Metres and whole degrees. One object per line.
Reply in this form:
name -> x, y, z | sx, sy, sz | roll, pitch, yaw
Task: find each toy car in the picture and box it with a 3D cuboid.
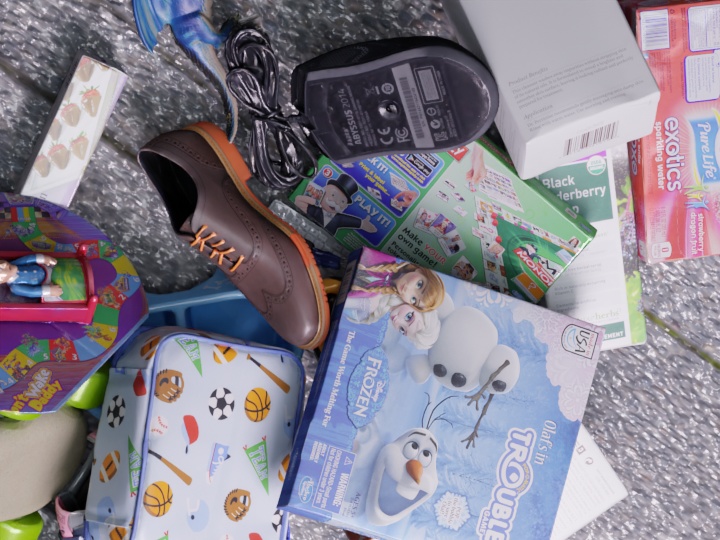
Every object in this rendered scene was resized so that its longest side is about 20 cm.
toy car -> -0.314, 0.099, 1.640 | 0.200, 0.158, 0.165 | 33, 106, 20

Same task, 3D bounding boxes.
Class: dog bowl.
dog bowl -> -0.136, 0.061, 1.705 | 0.199, 0.050, 0.112 | -10, 105, -8

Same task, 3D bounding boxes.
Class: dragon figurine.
dragon figurine -> -0.141, -0.194, 1.641 | 0.099, 0.059, 0.201 | -6, 104, -10

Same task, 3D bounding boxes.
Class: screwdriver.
screwdriver -> 0.000, 0.000, 1.685 | 0.199, 0.028, 0.029 | 15, 96, 13

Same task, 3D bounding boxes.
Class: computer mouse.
computer mouse -> 0.007, -0.133, 1.624 | 0.199, 0.053, 0.139 | -3, 122, 16

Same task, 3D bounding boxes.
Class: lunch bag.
lunch bag -> -0.117, 0.145, 1.627 | 0.160, 0.075, 0.201 | 13, 84, -39

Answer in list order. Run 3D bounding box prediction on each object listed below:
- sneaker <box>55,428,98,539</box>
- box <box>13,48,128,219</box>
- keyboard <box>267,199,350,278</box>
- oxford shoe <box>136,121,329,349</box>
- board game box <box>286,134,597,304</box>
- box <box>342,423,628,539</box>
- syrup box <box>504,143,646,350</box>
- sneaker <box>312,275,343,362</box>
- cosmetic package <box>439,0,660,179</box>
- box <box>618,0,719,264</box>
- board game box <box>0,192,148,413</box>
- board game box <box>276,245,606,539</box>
sneaker -> -0.208, 0.203, 1.675 | 0.082, 0.070, 0.200 | 13, 103, -44
box -> -0.234, -0.068, 1.663 | 0.039, 0.041, 0.200 | 23, 97, -15
keyboard -> -0.002, 0.018, 1.744 | 0.200, 0.011, 0.056 | 33, 95, -16
oxford shoe -> -0.097, -0.019, 1.640 | 0.200, 0.072, 0.071 | 53, 131, 17
board game box -> 0.061, -0.043, 1.683 | 0.200, 0.029, 0.135 | 40, 110, 1
box -> 0.090, 0.179, 1.741 | 0.200, 0.124, 0.098 | -36, 107, -2
syrup box -> 0.166, -0.041, 1.727 | 0.079, 0.081, 0.201 | -10, 106, -8
sneaker -> 0.011, 0.090, 1.674 | 0.078, 0.077, 0.200 | -33, 72, 0
cosmetic package -> 0.131, -0.183, 1.640 | 0.113, 0.081, 0.200 | -20, 72, -5
box -> 0.251, -0.116, 1.718 | 0.102, 0.095, 0.201 | -8, 105, -9
board game box -> -0.240, 0.010, 1.562 | 0.158, 0.200, 0.039 | 34, 137, 8
board game box -> 0.061, 0.108, 1.626 | 0.199, 0.043, 0.201 | 18, 78, -12
